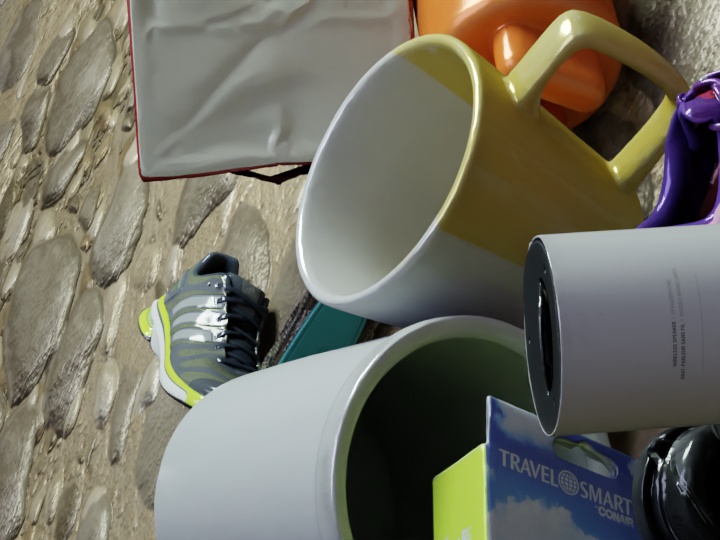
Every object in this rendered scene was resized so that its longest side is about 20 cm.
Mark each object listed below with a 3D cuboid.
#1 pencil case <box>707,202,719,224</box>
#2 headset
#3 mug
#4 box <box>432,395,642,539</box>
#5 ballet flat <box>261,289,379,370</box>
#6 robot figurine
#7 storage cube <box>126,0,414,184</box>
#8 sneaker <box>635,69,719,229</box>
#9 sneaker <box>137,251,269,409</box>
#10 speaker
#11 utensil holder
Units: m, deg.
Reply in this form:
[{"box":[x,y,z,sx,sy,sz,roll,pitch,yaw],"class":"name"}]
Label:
[{"box":[0.229,-0.072,0.861,0.201,0.087,0.087,-60,29,6],"class":"pencil case"},{"box":[0.157,0.079,0.839,0.124,0.093,0.201,-53,44,39],"class":"headset"},{"box":[0.080,-0.027,0.999,0.186,0.152,0.151,-20,51,51],"class":"mug"},{"box":[0.091,0.168,0.863,0.048,0.121,0.201,-38,38,41],"class":"box"},{"box":[0.000,0.000,1.208,0.201,0.068,0.075,-55,15,22],"class":"ballet flat"},{"box":[0.089,-0.156,1.122,0.116,0.144,0.201,-13,45,5],"class":"robot figurine"},{"box":[-0.058,-0.151,1.190,0.180,0.169,0.202,-128,35,-83],"class":"storage cube"},{"box":[0.195,-0.082,0.924,0.080,0.083,0.201,20,84,60],"class":"sneaker"},{"box":[-0.096,0.047,1.316,0.081,0.074,0.200,-55,32,10],"class":"sneaker"},{"box":[0.165,0.019,0.768,0.081,0.198,0.082,176,90,-85],"class":"speaker"},{"box":[0.005,0.118,0.998,0.199,0.169,0.171,-14,56,56],"class":"utensil holder"}]
